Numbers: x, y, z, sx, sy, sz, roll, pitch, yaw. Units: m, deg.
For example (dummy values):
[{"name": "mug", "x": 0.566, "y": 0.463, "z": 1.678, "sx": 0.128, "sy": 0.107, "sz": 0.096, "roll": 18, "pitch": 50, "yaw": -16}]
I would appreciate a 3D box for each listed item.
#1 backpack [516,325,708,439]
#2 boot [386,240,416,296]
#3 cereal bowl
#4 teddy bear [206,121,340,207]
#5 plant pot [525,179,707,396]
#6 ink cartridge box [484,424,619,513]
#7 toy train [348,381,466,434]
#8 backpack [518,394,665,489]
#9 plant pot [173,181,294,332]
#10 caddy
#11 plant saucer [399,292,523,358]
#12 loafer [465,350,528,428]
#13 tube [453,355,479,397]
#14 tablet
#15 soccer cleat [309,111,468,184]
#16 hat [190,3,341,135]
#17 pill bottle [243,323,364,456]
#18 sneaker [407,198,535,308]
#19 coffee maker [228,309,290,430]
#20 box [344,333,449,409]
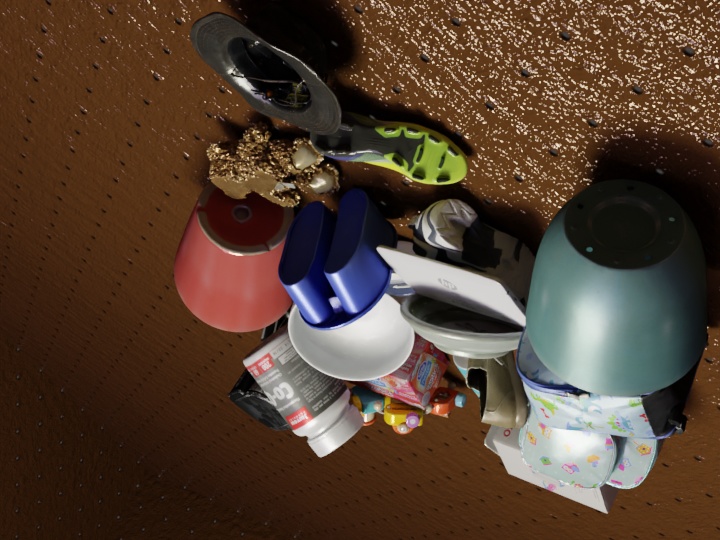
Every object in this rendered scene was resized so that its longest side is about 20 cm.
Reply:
[{"name": "backpack", "x": 0.284, "y": 0.092, "z": 1.426, "sx": 0.198, "sy": 0.184, "sz": 0.148, "roll": -4, "pitch": 131, "yaw": 35}, {"name": "boot", "x": 0.000, "y": 0.000, "z": 1.727, "sx": 0.197, "sy": 0.074, "sz": 0.091, "roll": 7, "pitch": 155, "yaw": 16}, {"name": "cereal bowl", "x": -0.009, "y": 0.070, "z": 1.861, "sx": 0.197, "sy": 0.084, "sz": 0.202, "roll": 6, "pitch": 129, "yaw": 7}, {"name": "teddy bear", "x": -0.116, "y": -0.145, "z": 1.644, "sx": 0.144, "sy": 0.068, "sz": 0.199, "roll": 33, "pitch": 153, "yaw": -30}, {"name": "plant pot", "x": 0.275, "y": 0.003, "z": 1.279, "sx": 0.198, "sy": 0.201, "sz": 0.162, "roll": 21, "pitch": 145, "yaw": 23}, {"name": "ink cartridge box", "x": 0.302, "y": 0.254, "z": 1.833, "sx": 0.198, "sy": 0.129, "sz": 0.126, "roll": 18, "pitch": 155, "yaw": 30}, {"name": "toy train", "x": 0.068, "y": 0.225, "z": 2.019, "sx": 0.197, "sy": 0.150, "sz": 0.056, "roll": 10, "pitch": 113, "yaw": 22}, {"name": "backpack", "x": 0.321, "y": 0.206, "z": 1.661, "sx": 0.197, "sy": 0.154, "sz": 0.178, "roll": 15, "pitch": 126, "yaw": 15}, {"name": "plant pot", "x": -0.177, "y": -0.039, "z": 1.780, "sx": 0.199, "sy": 0.202, "sz": 0.178, "roll": 28, "pitch": 149, "yaw": 6}, {"name": "caddy", "x": -0.025, "y": -0.011, "z": 1.617, "sx": 0.140, "sy": 0.202, "sz": 0.105, "roll": -14, "pitch": 131, "yaw": 26}, {"name": "plant saucer", "x": 0.148, "y": 0.075, "z": 1.595, "sx": 0.198, "sy": 0.199, "sz": 0.051, "roll": 15, "pitch": 109, "yaw": 34}, {"name": "loafer", "x": 0.176, "y": 0.125, "z": 1.669, "sx": 0.066, "sy": 0.202, "sz": 0.076, "roll": -7, "pitch": 147, "yaw": -14}, {"name": "tube", "x": 0.198, "y": 0.175, "z": 1.919, "sx": 0.077, "sy": 0.051, "sz": 0.200, "roll": 25, "pitch": 163, "yaw": 33}, {"name": "tablet", "x": 0.121, "y": 0.022, "z": 1.530, "sx": 0.198, "sy": 0.014, "sz": 0.130, "roll": 16, "pitch": 161, "yaw": 39}, {"name": "soccer cleat", "x": 0.037, "y": -0.151, "z": 1.442, "sx": 0.197, "sy": 0.066, "sz": 0.084, "roll": 14, "pitch": -164, "yaw": 14}, {"name": "hat", "x": -0.089, "y": -0.244, "z": 1.368, "sx": 0.199, "sy": 0.082, "sz": 0.201, "roll": 29, "pitch": 164, "yaw": 9}, {"name": "pill bottle", "x": -0.088, "y": 0.191, "z": 1.942, "sx": 0.201, "sy": 0.114, "sz": 0.114, "roll": 54, "pitch": 155, "yaw": -4}, {"name": "sneaker", "x": 0.140, "y": -0.014, "z": 1.559, "sx": 0.198, "sy": 0.080, "sz": 0.129, "roll": 33, "pitch": 166, "yaw": -22}, {"name": "coffee maker", "x": -0.128, "y": 0.173, "z": 2.116, "sx": 0.134, "sy": 0.201, "sz": 0.193, "roll": 28, "pitch": 158, "yaw": 8}, {"name": "box", "x": 0.032, "y": 0.139, "z": 1.978, "sx": 0.198, "sy": 0.096, "sz": 0.100, "roll": 16, "pitch": 155, "yaw": 33}]
